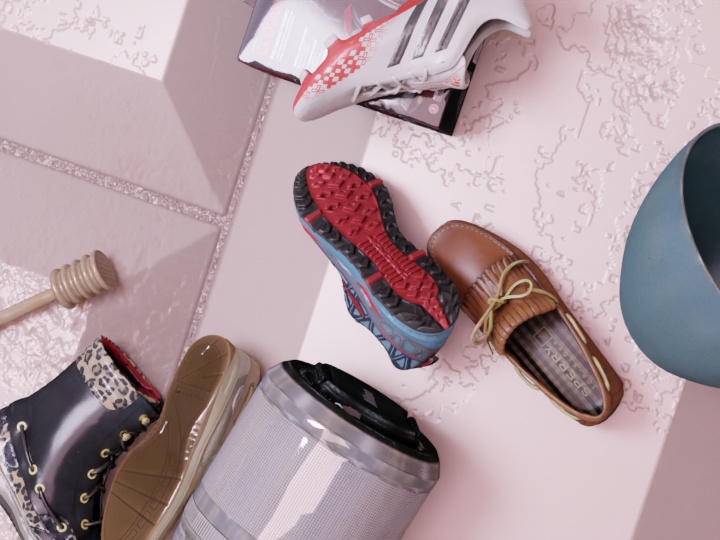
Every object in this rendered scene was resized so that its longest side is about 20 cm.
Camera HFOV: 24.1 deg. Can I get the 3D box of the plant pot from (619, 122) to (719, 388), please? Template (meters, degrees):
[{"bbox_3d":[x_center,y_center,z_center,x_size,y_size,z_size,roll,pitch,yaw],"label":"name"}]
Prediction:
[{"bbox_3d":[0.271,0.009,1.263,0.135,0.200,0.201,-39,79,46],"label":"plant pot"}]

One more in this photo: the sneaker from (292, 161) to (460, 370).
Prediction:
[{"bbox_3d":[0.000,0.000,1.362,0.079,0.096,0.200,-18,56,-25],"label":"sneaker"}]

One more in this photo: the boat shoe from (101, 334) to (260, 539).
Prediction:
[{"bbox_3d":[-0.143,0.154,1.382,0.072,0.065,0.201,16,76,40],"label":"boat shoe"}]

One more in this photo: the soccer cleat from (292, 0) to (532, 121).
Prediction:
[{"bbox_3d":[0.039,-0.162,1.289,0.199,0.069,0.085,-34,79,6],"label":"soccer cleat"}]

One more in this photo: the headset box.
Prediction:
[{"bbox_3d":[0.001,-0.211,1.369,0.199,0.075,0.149,21,94,12],"label":"headset box"}]

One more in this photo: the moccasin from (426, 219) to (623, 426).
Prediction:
[{"bbox_3d":[0.126,0.042,1.334,0.074,0.078,0.202,-37,82,9],"label":"moccasin"}]

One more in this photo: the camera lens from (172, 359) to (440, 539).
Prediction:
[{"bbox_3d":[-0.044,0.183,1.328,0.160,0.160,0.201,33,96,11],"label":"camera lens"}]

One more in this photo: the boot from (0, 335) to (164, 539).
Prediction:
[{"bbox_3d":[-0.219,0.172,1.414,0.153,0.073,0.204,-38,83,6],"label":"boot"}]

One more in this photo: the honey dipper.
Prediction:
[{"bbox_3d":[-0.303,0.037,1.456,0.199,0.038,0.038,-24,84,15],"label":"honey dipper"}]
